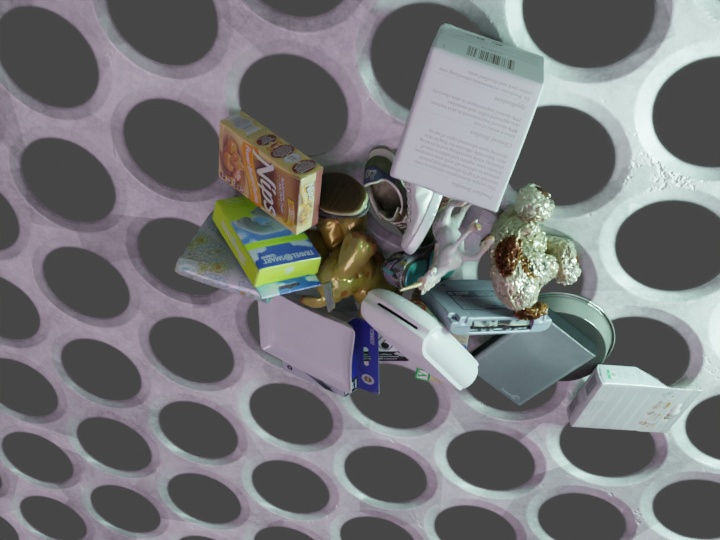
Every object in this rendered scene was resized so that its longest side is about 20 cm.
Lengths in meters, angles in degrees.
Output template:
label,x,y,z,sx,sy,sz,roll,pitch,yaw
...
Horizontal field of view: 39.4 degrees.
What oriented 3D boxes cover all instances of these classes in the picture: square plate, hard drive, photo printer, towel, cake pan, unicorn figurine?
label,x,y,z,sx,sy,sz,roll,pitch,yaw
square plate,-0.095,0.119,1.811,0.199,0.028,0.199,25,143,17
hard drive,0.302,0.153,1.806,0.139,0.033,0.200,36,131,-14
photo printer,0.096,0.112,1.694,0.166,0.070,0.200,32,171,39
towel,-0.207,-0.030,1.746,0.170,0.200,0.048,15,126,6
cake pan,0.356,0.126,1.814,0.199,0.037,0.201,9,131,10
unicorn figurine,0.145,-0.045,1.618,0.074,0.201,0.137,39,124,-21

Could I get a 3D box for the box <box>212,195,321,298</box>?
label,x,y,z,sx,sy,sz,roll,pitch,yaw
box,-0.155,-0.048,1.695,0.121,0.200,0.048,-13,141,-30

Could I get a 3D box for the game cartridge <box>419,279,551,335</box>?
label,x,y,z,sx,sy,sz,roll,pitch,yaw
game cartridge,0.205,0.059,1.689,0.199,0.133,0.041,0,121,-26

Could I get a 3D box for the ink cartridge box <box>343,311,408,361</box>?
label,x,y,z,sx,sy,sz,roll,pitch,yaw
ink cartridge box,-0.007,0.126,1.921,0.198,0.044,0.094,-1,128,20

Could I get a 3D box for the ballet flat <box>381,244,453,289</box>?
label,x,y,z,sx,sy,sz,roll,pitch,yaw
ballet flat,0.094,-0.012,1.699,0.072,0.200,0.073,4,98,30

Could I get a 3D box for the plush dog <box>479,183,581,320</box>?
label,x,y,z,sx,sy,sz,roll,pitch,yaw
plush dog,0.255,-0.015,1.632,0.159,0.172,0.201,-14,125,27

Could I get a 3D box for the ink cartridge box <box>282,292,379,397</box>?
label,x,y,z,sx,sy,sz,roll,pitch,yaw
ink cartridge box,-0.061,0.146,1.876,0.199,0.041,0.201,19,137,22

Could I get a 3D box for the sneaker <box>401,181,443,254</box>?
label,x,y,z,sx,sy,sz,roll,pitch,yaw
sneaker,0.091,-0.129,1.616,0.084,0.073,0.201,20,97,-4

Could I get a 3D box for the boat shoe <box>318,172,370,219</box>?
label,x,y,z,sx,sy,sz,roll,pitch,yaw
boat shoe,-0.052,-0.121,1.683,0.200,0.072,0.066,16,160,42

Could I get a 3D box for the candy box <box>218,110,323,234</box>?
label,x,y,z,sx,sy,sz,roll,pitch,yaw
candy box,-0.150,-0.161,1.650,0.200,0.055,0.116,37,140,28

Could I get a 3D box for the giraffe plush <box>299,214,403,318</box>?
label,x,y,z,sx,sy,sz,roll,pitch,yaw
giraffe plush,0.000,0.000,1.749,0.162,0.202,0.172,21,150,-40

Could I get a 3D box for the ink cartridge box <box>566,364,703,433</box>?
label,x,y,z,sx,sy,sz,roll,pitch,yaw
ink cartridge box,0.503,0.238,1.859,0.198,0.050,0.161,3,142,-12

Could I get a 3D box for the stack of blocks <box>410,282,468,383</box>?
label,x,y,z,sx,sy,sz,roll,pitch,yaw
stack of blocks,0.143,0.117,1.857,0.114,0.059,0.201,11,132,8

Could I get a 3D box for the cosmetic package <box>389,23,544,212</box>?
label,x,y,z,sx,sy,sz,roll,pitch,yaw
cosmetic package,0.156,-0.224,1.459,0.166,0.167,0.201,19,116,1

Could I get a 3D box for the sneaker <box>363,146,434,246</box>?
label,x,y,z,sx,sy,sz,roll,pitch,yaw
sneaker,0.059,-0.101,1.675,0.067,0.090,0.201,-15,124,27
